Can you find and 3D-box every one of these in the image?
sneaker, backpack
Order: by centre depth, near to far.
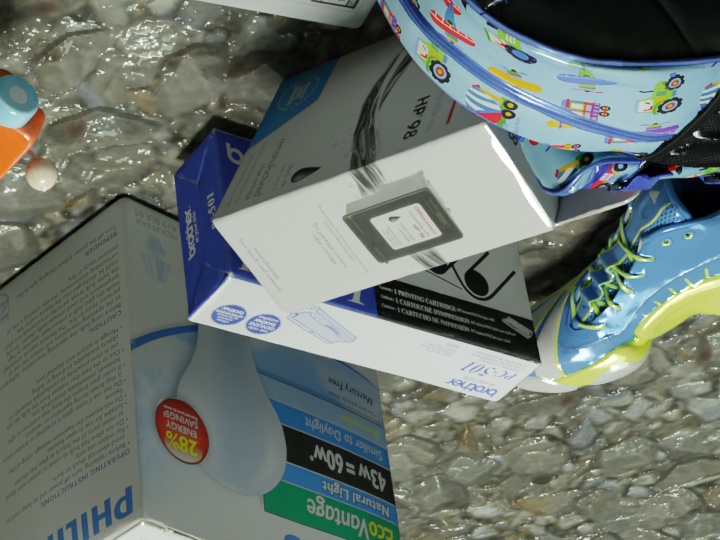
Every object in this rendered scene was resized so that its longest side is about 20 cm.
[{"bbox_3d":[0.089,-0.122,0.866,0.199,0.183,0.135,-9,151,-32],"label":"backpack"},{"bbox_3d":[0.155,-0.007,1.182,0.199,0.076,0.105,-25,131,10],"label":"sneaker"}]

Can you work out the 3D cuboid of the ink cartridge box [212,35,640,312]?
[{"bbox_3d":[0.040,-0.063,0.983,0.199,0.116,0.067,-18,122,33],"label":"ink cartridge box"}]

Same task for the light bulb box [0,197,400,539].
[{"bbox_3d":[-0.091,0.101,1.155,0.198,0.201,0.125,25,134,-39],"label":"light bulb box"}]

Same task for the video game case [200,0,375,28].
[{"bbox_3d":[-0.046,-0.190,0.908,0.181,0.024,0.200,8,143,-22],"label":"video game case"}]

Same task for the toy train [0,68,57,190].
[{"bbox_3d":[-0.166,-0.126,0.918,0.150,0.056,0.200,31,135,-14],"label":"toy train"}]

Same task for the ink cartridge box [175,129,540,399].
[{"bbox_3d":[0.000,0.000,1.112,0.199,0.095,0.044,17,138,-31],"label":"ink cartridge box"}]
